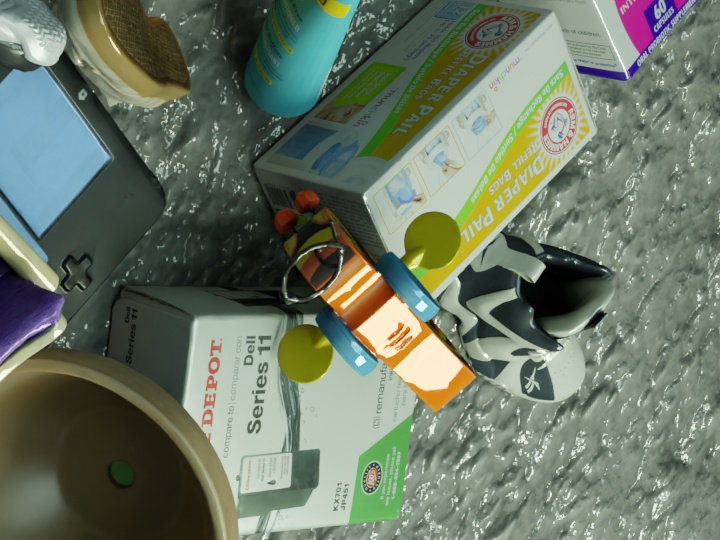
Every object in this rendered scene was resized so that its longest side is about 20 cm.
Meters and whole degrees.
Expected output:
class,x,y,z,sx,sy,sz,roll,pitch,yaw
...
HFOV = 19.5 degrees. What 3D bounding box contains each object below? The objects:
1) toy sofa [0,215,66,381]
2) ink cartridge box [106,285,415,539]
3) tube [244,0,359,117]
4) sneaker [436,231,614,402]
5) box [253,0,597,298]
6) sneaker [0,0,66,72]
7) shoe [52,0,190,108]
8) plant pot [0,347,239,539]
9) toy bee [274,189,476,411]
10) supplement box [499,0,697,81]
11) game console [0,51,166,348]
class,x,y,z,sx,sy,sz,roll,pitch,yaw
toy sofa,-0.258,0.046,1.111,0.200,0.097,0.083,-44,129,-6
ink cartridge box,-0.063,0.088,1.344,0.199,0.083,0.148,0,101,-42
tube,-0.026,-0.160,1.247,0.050,0.200,0.078,-15,70,-21
sneaker,0.135,0.040,1.485,0.080,0.129,0.200,-50,130,-20
box,0.046,-0.081,1.381,0.200,0.112,0.102,-45,128,-27
sneaker,-0.257,-0.115,1.079,0.198,0.076,0.115,17,112,-12
shoe,-0.139,-0.122,1.169,0.200,0.053,0.071,40,34,-82
plant pot,-0.154,0.134,1.215,0.093,0.199,0.203,-39,131,-66
toy bee,0.000,0.000,1.261,0.130,0.109,0.201,-27,140,-11
supplement box,0.141,-0.242,1.435,0.101,0.103,0.201,-48,127,-22
game console,-0.213,-0.046,1.196,0.177,0.031,0.201,-47,130,-17
